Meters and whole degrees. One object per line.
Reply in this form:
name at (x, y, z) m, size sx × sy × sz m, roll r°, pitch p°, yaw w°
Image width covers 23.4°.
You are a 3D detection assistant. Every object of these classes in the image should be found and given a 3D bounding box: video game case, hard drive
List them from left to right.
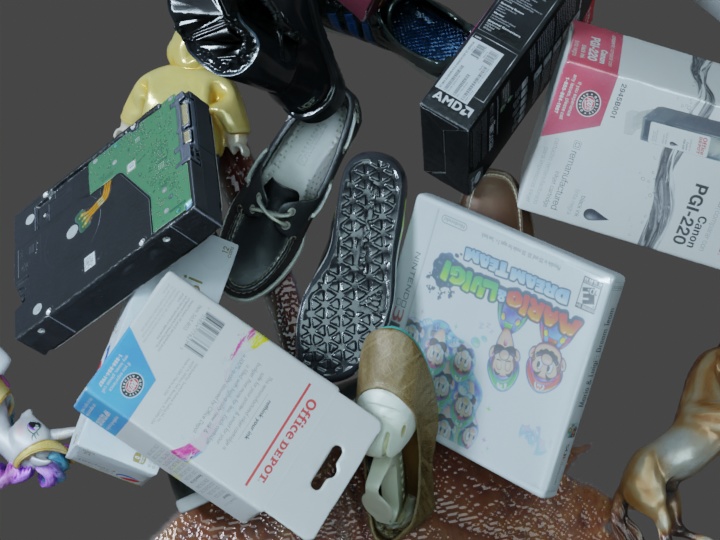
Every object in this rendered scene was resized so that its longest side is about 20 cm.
hard drive at (-0.194, -0.039, 1.373) m, size 0.200 × 0.038 × 0.140 m, roll -35°, pitch 43°, yaw 24°
video game case at (0.098, 0.056, 1.369) m, size 0.200 × 0.024 × 0.182 m, roll 25°, pitch 105°, yaw 37°

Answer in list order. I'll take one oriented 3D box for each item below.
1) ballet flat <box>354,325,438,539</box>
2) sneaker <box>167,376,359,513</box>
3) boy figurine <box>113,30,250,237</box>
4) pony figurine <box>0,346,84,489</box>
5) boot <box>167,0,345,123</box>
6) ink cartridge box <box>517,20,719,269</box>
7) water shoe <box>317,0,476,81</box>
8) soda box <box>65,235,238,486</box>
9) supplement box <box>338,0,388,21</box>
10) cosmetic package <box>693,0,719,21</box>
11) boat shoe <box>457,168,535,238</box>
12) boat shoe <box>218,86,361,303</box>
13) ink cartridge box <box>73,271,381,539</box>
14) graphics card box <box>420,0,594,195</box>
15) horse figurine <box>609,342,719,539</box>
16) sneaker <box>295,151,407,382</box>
ballet flat at (0.022, 0.139, 1.361) m, size 0.068 × 0.200 × 0.072 m, roll 15°, pitch 41°, yaw 20°
sneaker at (-0.082, 0.109, 1.410) m, size 0.200 × 0.071 × 0.099 m, roll -29°, pitch 88°, yaw 5°
boy figurine at (-0.147, -0.125, 1.446) m, size 0.124 × 0.064 × 0.201 m, roll 2°, pitch 80°, yaw 22°
pony figurine at (-0.338, 0.130, 1.384) m, size 0.193 × 0.167 × 0.200 m, roll -39°, pitch 70°, yaw -12°
boot at (-0.095, -0.219, 1.373) m, size 0.076 × 0.168 × 0.200 m, roll -30°, pitch 67°, yaw 16°
ink cartridge box at (0.243, -0.098, 1.407) m, size 0.200 × 0.085 × 0.146 m, roll 16°, pitch 122°, yaw 0°
water shoe at (0.017, -0.225, 1.452) m, size 0.200 × 0.079 × 0.072 m, roll 25°, pitch 83°, yaw 2°
soda box at (-0.164, 0.064, 1.367) m, size 0.068 × 0.064 × 0.200 m, roll 23°, pitch 68°, yaw -11°
supplement box at (0.054, -0.297, 1.403) m, size 0.061 × 0.109 × 0.200 m, roll 40°, pitch 50°, yaw 4°
cosmetic package at (0.312, -0.260, 1.451) m, size 0.200 × 0.102 × 0.074 m, roll 40°, pitch 84°, yaw 2°
boat shoe at (0.110, 0.013, 1.429) m, size 0.076 × 0.072 × 0.201 m, roll 1°, pitch 83°, yaw -1°
boat shoe at (-0.061, -0.066, 1.442) m, size 0.074 × 0.060 × 0.200 m, roll 33°, pitch 84°, yaw 3°
ink cartridge box at (-0.098, 0.108, 1.304) m, size 0.200 × 0.068 × 0.115 m, roll 36°, pitch 67°, yaw -5°
graphics card box at (0.122, -0.170, 1.407) m, size 0.051 × 0.126 × 0.200 m, roll 30°, pitch 74°, yaw 14°
horse figurine at (0.273, 0.166, 1.422) m, size 0.200 × 0.050 × 0.133 m, roll -45°, pitch 73°, yaw 1°
sneaker at (0.000, 0.000, 1.423) m, size 0.072 × 0.083 × 0.200 m, roll 17°, pitch 78°, yaw 3°
